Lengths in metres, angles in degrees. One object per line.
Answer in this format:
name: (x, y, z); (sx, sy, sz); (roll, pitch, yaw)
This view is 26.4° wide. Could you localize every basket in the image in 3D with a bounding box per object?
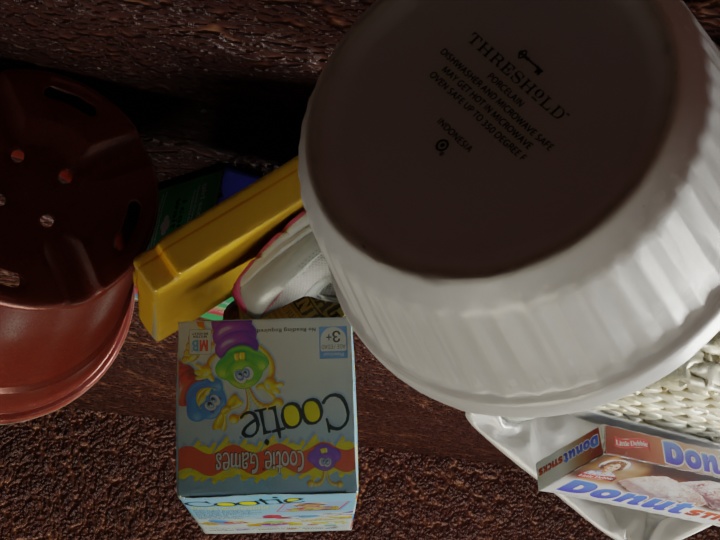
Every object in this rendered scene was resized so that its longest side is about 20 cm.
basket: (0.231, 0.038, 1.034); (0.200, 0.136, 0.123); (17, 161, -37)
basket: (0.203, 0.103, 1.196); (0.200, 0.123, 0.136); (38, 135, -14)

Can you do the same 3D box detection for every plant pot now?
plant pot: (-0.219, -0.021, 0.963); (0.200, 0.201, 0.195); (11, 159, -18)

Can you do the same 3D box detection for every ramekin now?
ramekin: (0.066, -0.046, 0.641); (0.202, 0.203, 0.094); (2, 156, 26)

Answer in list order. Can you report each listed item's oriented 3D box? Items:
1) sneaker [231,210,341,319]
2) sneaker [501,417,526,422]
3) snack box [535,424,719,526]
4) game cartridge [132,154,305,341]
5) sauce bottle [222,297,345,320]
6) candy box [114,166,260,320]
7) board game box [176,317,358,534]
sneaker: (0.024, -0.007, 0.902); (0.200, 0.088, 0.081); (-21, 172, -11)
sneaker: (0.092, -0.008, 0.831); (0.087, 0.200, 0.075); (-4, -157, 4)
snack box: (0.222, 0.146, 1.064); (0.200, 0.024, 0.072); (15, 146, -28)
game cartridge: (-0.059, -0.027, 0.942); (0.176, 0.032, 0.200); (-32, 174, -12)
sauce bottle: (0.000, 0.000, 1.023); (0.200, 0.066, 0.066); (-35, 150, 21)
candy box: (-0.084, -0.010, 1.164); (0.169, 0.077, 0.200); (16, 164, -31)
board game box: (-0.055, 0.102, 0.959); (0.105, 0.103, 0.200); (-1, 165, -2)
